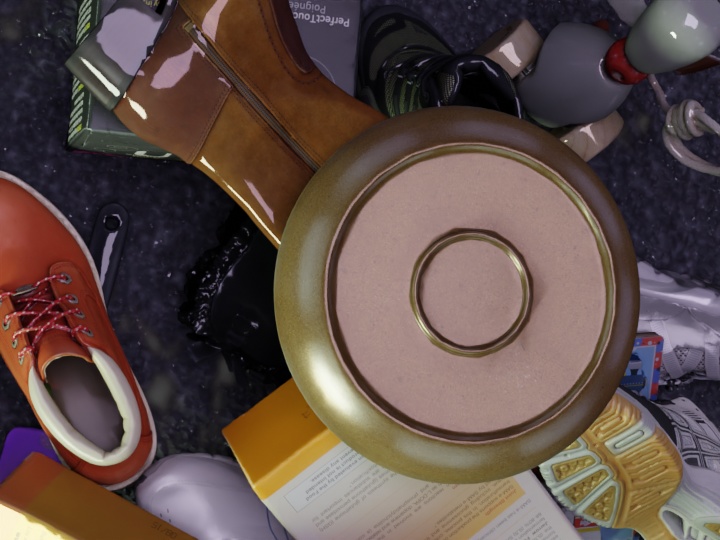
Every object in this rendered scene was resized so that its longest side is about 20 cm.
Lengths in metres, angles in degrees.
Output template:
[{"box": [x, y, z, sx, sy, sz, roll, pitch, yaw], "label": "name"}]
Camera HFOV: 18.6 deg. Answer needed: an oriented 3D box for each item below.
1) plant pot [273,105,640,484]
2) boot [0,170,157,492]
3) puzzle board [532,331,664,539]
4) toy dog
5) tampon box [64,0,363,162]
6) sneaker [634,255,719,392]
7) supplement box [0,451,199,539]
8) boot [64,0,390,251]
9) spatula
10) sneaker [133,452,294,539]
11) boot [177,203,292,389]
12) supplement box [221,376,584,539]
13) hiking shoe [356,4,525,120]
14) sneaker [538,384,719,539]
[{"box": [0.055, 0.012, 1.148, 0.200, 0.027, 0.200, 1, 87, -13], "label": "plant pot"}, {"box": [-0.172, 0.026, 1.214, 0.075, 0.107, 0.200, -30, 84, -6], "label": "boot"}, {"box": [0.080, 0.115, 1.295, 0.200, 0.017, 0.151, -4, 114, -17], "label": "puzzle board"}, {"box": [0.156, -0.132, 1.293, 0.096, 0.200, 0.132, -51, 124, -28], "label": "toy dog"}, {"box": [-0.082, -0.163, 1.252, 0.150, 0.126, 0.200, 5, 87, -12], "label": "tampon box"}, {"box": [0.189, 0.042, 1.345, 0.200, 0.075, 0.082, 22, 97, -6], "label": "sneaker"}, {"box": [-0.111, 0.177, 1.179, 0.200, 0.067, 0.069, 26, 112, 7], "label": "supplement box"}, {"box": [-0.024, -0.111, 1.164, 0.200, 0.068, 0.188, 40, 80, -10], "label": "boot"}, {"box": [-0.166, 0.057, 1.273, 0.056, 0.021, 0.200, 13, 82, -1], "label": "spatula"}, {"box": [-0.050, 0.181, 1.241, 0.075, 0.087, 0.200, -41, 108, 9], "label": "sneaker"}, {"box": [0.000, -0.001, 1.290, 0.162, 0.073, 0.198, 35, 86, -13], "label": "boot"}, {"box": [0.033, 0.132, 1.234, 0.126, 0.074, 0.200, -37, 119, -1], "label": "supplement box"}, {"box": [0.057, -0.097, 1.262, 0.076, 0.101, 0.200, -8, 51, -25], "label": "hiking shoe"}, {"box": [0.160, 0.103, 1.260, 0.076, 0.088, 0.200, -27, 133, 24], "label": "sneaker"}]
